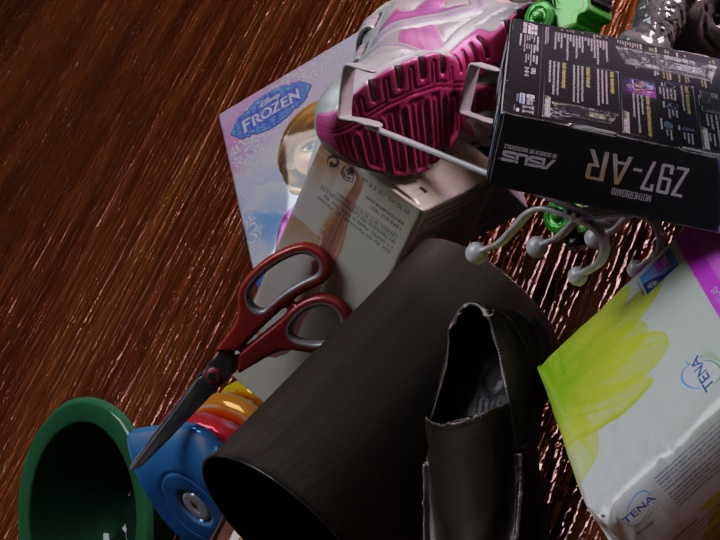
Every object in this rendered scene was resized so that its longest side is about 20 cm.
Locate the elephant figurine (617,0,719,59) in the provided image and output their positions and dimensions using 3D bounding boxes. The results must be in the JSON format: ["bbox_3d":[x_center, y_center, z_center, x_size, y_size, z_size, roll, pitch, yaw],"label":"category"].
[{"bbox_3d":[0.231,-0.178,1.618,0.142,0.154,0.201,90,-177,-68],"label":"elephant figurine"}]

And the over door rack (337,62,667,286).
[{"bbox_3d":[0.094,-0.051,1.484,0.148,0.200,0.067,-7,-54,-55],"label":"over door rack"}]

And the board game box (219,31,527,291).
[{"bbox_3d":[0.004,-0.079,1.803,0.200,0.041,0.200,-30,49,17],"label":"board game box"}]

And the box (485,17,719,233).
[{"bbox_3d":[0.155,-0.084,1.429,0.200,0.160,0.044,-78,0,-69],"label":"box"}]

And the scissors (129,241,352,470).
[{"bbox_3d":[-0.090,0.054,1.634,0.200,0.073,0.014,-32,6,21],"label":"scissors"}]

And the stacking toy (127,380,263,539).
[{"bbox_3d":[-0.051,0.101,1.747,0.110,0.116,0.200,-9,29,52],"label":"stacking toy"}]

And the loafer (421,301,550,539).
[{"bbox_3d":[0.061,0.107,1.424,0.073,0.071,0.201,-13,59,29],"label":"loafer"}]

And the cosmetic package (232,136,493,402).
[{"bbox_3d":[0.000,0.000,1.658,0.103,0.087,0.200,-28,-31,-52],"label":"cosmetic package"}]

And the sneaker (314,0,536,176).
[{"bbox_3d":[0.029,-0.123,1.601,0.088,0.082,0.200,21,33,32],"label":"sneaker"}]

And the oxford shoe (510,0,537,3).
[{"bbox_3d":[0.112,-0.213,2.020,0.200,0.075,0.058,-40,57,27],"label":"oxford shoe"}]

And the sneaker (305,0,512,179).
[{"bbox_3d":[0.052,-0.102,1.702,0.200,0.075,0.105,-50,41,-8],"label":"sneaker"}]

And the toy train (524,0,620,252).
[{"bbox_3d":[0.138,-0.111,1.583,0.056,0.042,0.201,-15,72,33],"label":"toy train"}]

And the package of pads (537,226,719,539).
[{"bbox_3d":[0.176,0.061,1.351,0.154,0.068,0.200,-44,19,11],"label":"package of pads"}]

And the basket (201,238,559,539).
[{"bbox_3d":[0.018,0.090,1.541,0.200,0.136,0.180,-49,-13,-20],"label":"basket"}]

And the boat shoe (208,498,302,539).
[{"bbox_3d":[-0.059,0.174,1.627,0.200,0.072,0.068,-55,17,10],"label":"boat shoe"}]

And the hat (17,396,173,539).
[{"bbox_3d":[-0.143,0.174,1.897,0.165,0.176,0.201,-26,66,43],"label":"hat"}]
